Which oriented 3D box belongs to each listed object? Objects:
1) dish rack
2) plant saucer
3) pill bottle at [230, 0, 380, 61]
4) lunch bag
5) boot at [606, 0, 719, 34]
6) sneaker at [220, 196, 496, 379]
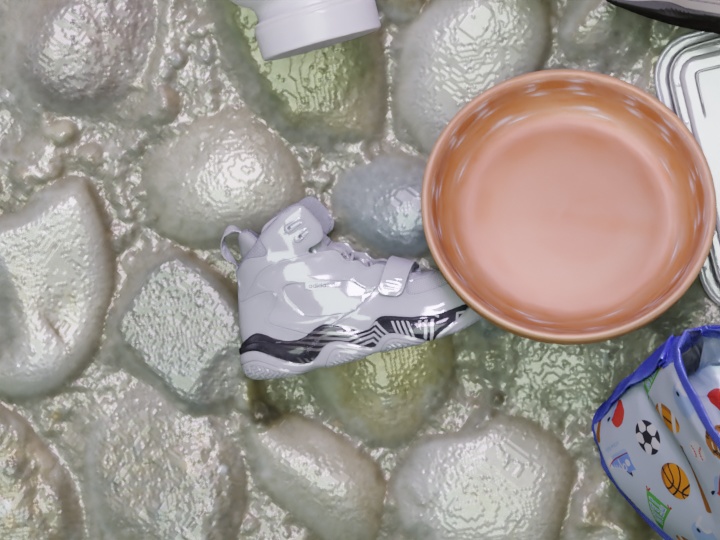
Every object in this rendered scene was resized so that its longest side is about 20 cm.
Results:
[{"bbox_3d":[0.302,-0.080,1.546,0.171,0.044,0.201,-14,92,7],"label":"dish rack"},{"bbox_3d":[0.140,-0.041,1.528,0.199,0.037,0.201,0,68,0],"label":"plant saucer"},{"bbox_3d":[-0.054,-0.250,1.528,0.113,0.113,0.201,-15,93,6],"label":"pill bottle"},{"bbox_3d":[0.261,0.127,1.491,0.200,0.170,0.124,38,64,2],"label":"lunch bag"},{"bbox_3d":[0.256,-0.233,1.480,0.073,0.203,0.154,15,92,-41],"label":"boot"},{"bbox_3d":[0.000,0.000,1.560,0.199,0.075,0.115,-15,95,9],"label":"sneaker"}]
